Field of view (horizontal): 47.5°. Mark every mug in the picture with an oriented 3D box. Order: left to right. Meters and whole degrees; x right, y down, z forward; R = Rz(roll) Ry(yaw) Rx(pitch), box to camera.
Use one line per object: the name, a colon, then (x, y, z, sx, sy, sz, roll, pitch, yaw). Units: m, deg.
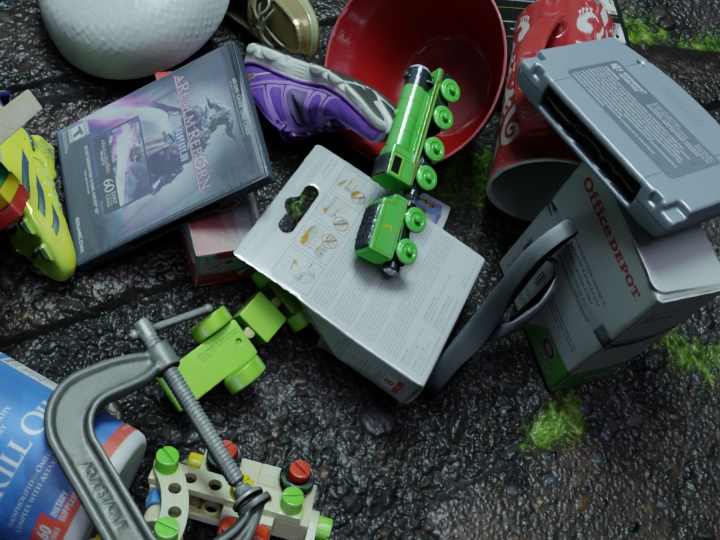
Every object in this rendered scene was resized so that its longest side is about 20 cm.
mug: (0.207, -0.177, 0.829, 0.130, 0.178, 0.205, 10, 68, 1)

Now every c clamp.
c clamp: (-0.130, 0.120, 0.586, 0.169, 0.027, 0.202, -14, 64, -44)

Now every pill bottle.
pill bottle: (-0.268, 0.125, 0.600, 0.197, 0.113, 0.114, 28, 59, 0)

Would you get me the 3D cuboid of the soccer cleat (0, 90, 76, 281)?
soccer cleat: (-0.298, -0.083, 0.729, 0.083, 0.065, 0.202, -27, 76, -40)

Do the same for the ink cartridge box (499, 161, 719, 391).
ink cartridge box: (0.224, 0.002, 0.758, 0.082, 0.201, 0.149, -8, 66, -21)

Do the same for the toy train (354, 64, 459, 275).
toy train: (0.041, -0.096, 0.733, 0.056, 0.041, 0.204, 24, 70, -25)

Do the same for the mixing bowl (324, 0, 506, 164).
mixing bowl: (0.072, -0.202, 0.846, 0.202, 0.199, 0.108, 57, 23, 16)

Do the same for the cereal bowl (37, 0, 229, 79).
cereal bowl: (-0.231, -0.296, 0.810, 0.195, 0.084, 0.205, -2, 67, 6)

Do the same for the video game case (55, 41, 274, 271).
video game case: (-0.181, -0.103, 0.735, 0.196, 0.019, 0.146, -23, 67, 13)

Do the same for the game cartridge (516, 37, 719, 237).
game cartridge: (0.236, -0.119, 0.691, 0.131, 0.041, 0.202, -18, 58, -25)

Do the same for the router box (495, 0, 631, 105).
router box: (0.230, -0.272, 0.988, 0.195, 0.051, 0.153, 0, 65, -16)

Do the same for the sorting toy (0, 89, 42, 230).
sorting toy: (-0.331, -0.021, 0.601, 0.070, 0.197, 0.200, 53, 25, -23)

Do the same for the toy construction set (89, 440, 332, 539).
toy construction set: (-0.096, 0.204, 0.622, 0.197, 0.093, 0.132, 28, 33, -10)

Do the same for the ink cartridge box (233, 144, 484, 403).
ink cartridge box: (0.000, 0.000, 0.746, 0.198, 0.050, 0.163, 33, 54, 1)

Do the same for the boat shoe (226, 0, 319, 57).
boat shoe: (-0.118, -0.284, 0.866, 0.062, 0.074, 0.201, -29, 61, -28)

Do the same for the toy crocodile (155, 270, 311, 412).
toy crocodile: (-0.094, 0.047, 0.725, 0.200, 0.062, 0.068, -44, 97, -25)

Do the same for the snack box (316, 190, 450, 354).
snack box: (0.027, 0.002, 0.802, 0.071, 0.024, 0.203, 26, 59, -3)

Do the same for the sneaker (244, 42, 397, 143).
sneaker: (-0.043, -0.159, 0.810, 0.198, 0.085, 0.080, 27, 14, 35)

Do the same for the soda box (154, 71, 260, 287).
soda box: (-0.146, -0.091, 0.776, 0.068, 0.064, 0.204, -9, 66, -18)

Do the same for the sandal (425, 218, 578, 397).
sandal: (0.132, 0.039, 0.736, 0.043, 0.202, 0.076, 40, 19, 14)
